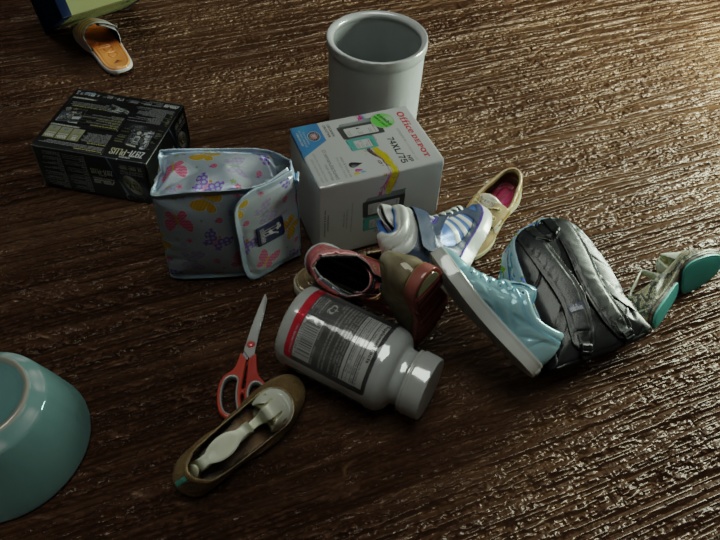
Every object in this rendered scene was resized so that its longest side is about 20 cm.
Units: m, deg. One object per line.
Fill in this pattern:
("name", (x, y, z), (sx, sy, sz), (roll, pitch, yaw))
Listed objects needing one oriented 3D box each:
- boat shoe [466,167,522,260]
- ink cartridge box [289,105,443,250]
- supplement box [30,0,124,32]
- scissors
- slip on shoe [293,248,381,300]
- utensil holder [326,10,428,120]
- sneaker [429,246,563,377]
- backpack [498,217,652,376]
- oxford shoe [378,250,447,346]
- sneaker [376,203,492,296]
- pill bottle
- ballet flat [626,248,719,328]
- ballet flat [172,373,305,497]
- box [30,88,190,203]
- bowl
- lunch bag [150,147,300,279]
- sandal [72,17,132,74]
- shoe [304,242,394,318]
("boat shoe", (0.200, -0.096, 1.087), (0.073, 0.070, 0.200), (26, 53, 18))
("ink cartridge box", (0.005, -0.140, 1.064), (0.198, 0.147, 0.148), (-15, 51, -17))
("supplement box", (-0.561, -0.593, 1.389), (0.199, 0.136, 0.199), (-30, 24, -27))
("scissors", (-0.156, 0.111, 0.920), (0.072, 0.014, 0.202), (-5, 50, -5))
("slip on shoe", (0.000, 0.000, 0.996), (0.197, 0.061, 0.077), (-4, 48, -6))
("utensil holder", (0.023, -0.317, 1.187), (0.167, 0.201, 0.171), (2, 48, -2))
("sneaker", (0.172, 0.034, 0.854), (0.082, 0.074, 0.200), (-43, 94, -5))
("backpack", (0.272, 0.027, 0.942), (0.161, 0.154, 0.202), (-20, 80, -11))
("oxford shoe", (0.064, 0.033, 0.878), (0.074, 0.201, 0.071), (34, 68, 23))
("sneaker", (0.096, -0.066, 0.957), (0.146, 0.081, 0.201), (38, 46, -5))
("pill bottle", (0.000, 0.108, 0.867), (0.198, 0.111, 0.111), (24, 51, 17))
("ballet flat", (0.454, 0.014, 1.014), (0.199, 0.068, 0.075), (-33, 41, -25))
("ballet flat", (-0.135, 0.188, 0.809), (0.199, 0.072, 0.068), (-34, 82, -29))
("box", (-0.410, -0.211, 1.144), (0.197, 0.087, 0.165), (9, 48, 5))
("bowl", (-0.425, 0.175, 0.788), (0.198, 0.106, 0.203), (2, 48, -2))
("lunch bag", (-0.185, -0.080, 0.984), (0.197, 0.171, 0.128), (-2, 47, -6))
("sandal", (-0.523, -0.473, 1.389), (0.079, 0.060, 0.207), (-28, 55, -26))
("shoe", (0.018, 0.021, 0.924), (0.198, 0.072, 0.091), (23, 5, -10))
